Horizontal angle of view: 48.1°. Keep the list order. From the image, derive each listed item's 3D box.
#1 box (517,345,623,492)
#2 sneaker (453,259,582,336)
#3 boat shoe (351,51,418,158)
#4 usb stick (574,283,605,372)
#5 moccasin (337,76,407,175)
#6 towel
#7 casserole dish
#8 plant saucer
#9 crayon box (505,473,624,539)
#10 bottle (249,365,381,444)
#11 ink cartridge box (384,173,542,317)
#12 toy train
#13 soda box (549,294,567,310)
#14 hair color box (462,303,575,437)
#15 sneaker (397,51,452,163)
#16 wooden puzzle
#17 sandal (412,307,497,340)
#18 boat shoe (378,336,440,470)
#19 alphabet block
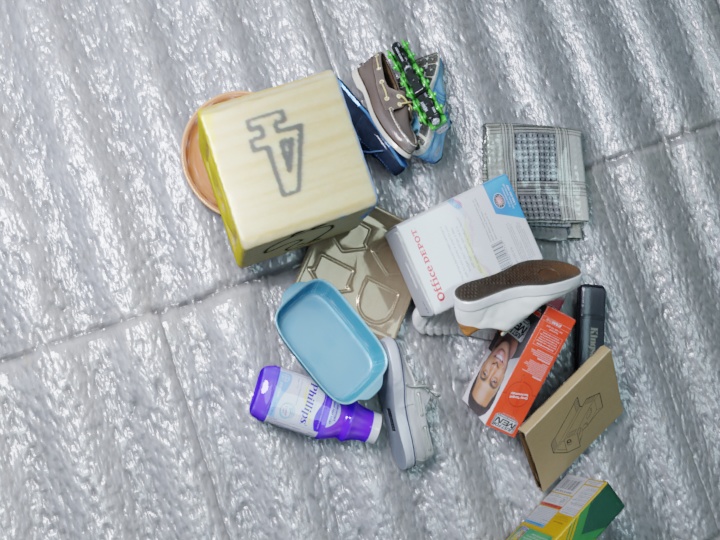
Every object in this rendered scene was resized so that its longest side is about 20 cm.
[{"bbox_3d":[0.339,0.239,1.288,0.199,0.021,0.165,-40,131,-17],"label":"box"},{"bbox_3d":[0.230,0.043,1.186,0.195,0.073,0.086,-14,123,-7],"label":"sneaker"},{"bbox_3d":[0.047,-0.263,1.269,0.059,0.071,0.203,-38,53,21],"label":"boat shoe"},{"bbox_3d":[0.387,0.124,1.361,0.054,0.033,0.205,8,80,-21],"label":"usb stick"},{"bbox_3d":[-0.004,-0.222,1.295,0.068,0.080,0.201,-42,74,10],"label":"moccasin"},{"bbox_3d":[0.299,-0.152,1.379,0.188,0.034,0.205,2,82,-15],"label":"towel"},{"bbox_3d":[-0.047,0.108,1.195,0.121,0.039,0.201,-39,89,-29],"label":"casserole dish"},{"bbox_3d":[-0.180,-0.175,1.254,0.195,0.037,0.206,3,81,-15],"label":"plant saucer"},{"bbox_3d":[0.299,0.407,1.247,0.199,0.126,0.052,-40,93,-16],"label":"crayon box"},{"bbox_3d":[-0.065,0.209,1.211,0.196,0.065,0.085,21,74,-11],"label":"bottle"},{"bbox_3d":[0.154,-0.036,1.232,0.197,0.085,0.147,-25,91,-14],"label":"ink cartridge box"},{"bbox_3d":[0.090,-0.286,1.260,0.041,0.056,0.203,-31,52,13],"label":"toy train"},{"bbox_3d":[0.241,0.007,1.325,0.198,0.063,0.071,33,75,-8],"label":"soda box"},{"bbox_3d":[0.242,0.141,1.250,0.060,0.101,0.203,24,96,-19],"label":"hair color box"},{"bbox_3d":[0.109,-0.265,1.335,0.090,0.077,0.205,33,57,-47],"label":"sneaker"},{"bbox_3d":[0.000,0.000,1.274,0.182,0.046,0.204,26,81,-9],"label":"wooden puzzle"},{"bbox_3d":[0.179,0.065,1.304,0.198,0.084,0.050,4,38,-15],"label":"sandal"},{"bbox_3d":[0.081,0.197,1.247,0.084,0.074,0.207,-13,93,-24],"label":"boat shoe"},{"bbox_3d":[-0.109,-0.137,1.143,0.196,0.195,0.200,-19,85,-12],"label":"alphabet block"}]
